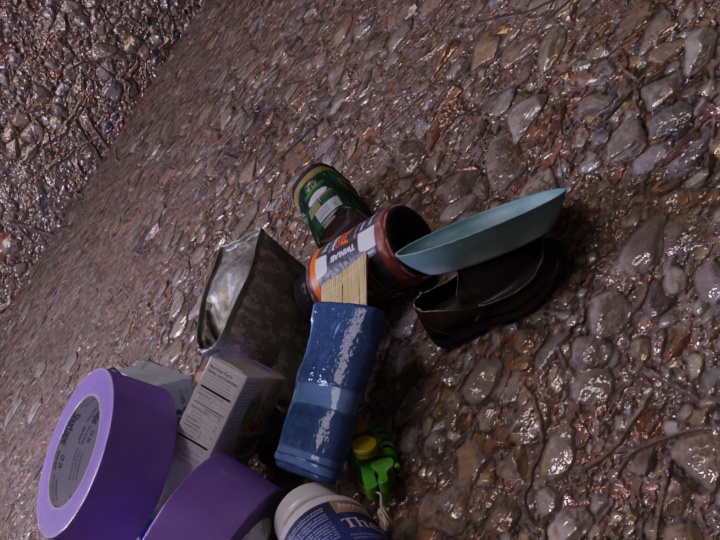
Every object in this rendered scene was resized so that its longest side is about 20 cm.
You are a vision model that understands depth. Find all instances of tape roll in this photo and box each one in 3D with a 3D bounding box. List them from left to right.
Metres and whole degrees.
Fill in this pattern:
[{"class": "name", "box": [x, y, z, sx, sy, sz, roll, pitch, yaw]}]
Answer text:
[{"class": "tape roll", "box": [-0.303, 0.225, 1.138, 0.199, 0.084, 0.202, -36, 42, 41]}, {"class": "tape roll", "box": [-0.170, 0.316, 1.079, 0.201, 0.084, 0.201, -55, -19, -28]}]

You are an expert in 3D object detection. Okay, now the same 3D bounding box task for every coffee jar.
[{"class": "coffee jar", "box": [-0.036, -0.082, 1.406, 0.085, 0.104, 0.200, -46, 28, 9]}]

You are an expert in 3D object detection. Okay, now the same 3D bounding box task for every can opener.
[{"class": "can opener", "box": [-0.077, 0.207, 1.212, 0.199, 0.053, 0.067, -35, 33, 35]}]

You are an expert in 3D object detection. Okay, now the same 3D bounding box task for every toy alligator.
[{"class": "toy alligator", "box": [0.021, 0.215, 1.055, 0.053, 0.060, 0.200, -15, 27, -12]}]

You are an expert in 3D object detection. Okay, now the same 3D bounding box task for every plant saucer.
[{"class": "plant saucer", "box": [0.135, -0.038, 1.045, 0.197, 0.036, 0.200, -22, 6, 2]}]

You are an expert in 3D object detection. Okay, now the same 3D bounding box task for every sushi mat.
[{"class": "sushi mat", "box": [-0.020, 0.084, 1.145, 0.095, 0.012, 0.203, -33, 45, 41]}]

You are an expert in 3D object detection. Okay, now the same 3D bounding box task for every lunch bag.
[{"class": "lunch bag", "box": [-0.139, 0.077, 1.330, 0.117, 0.164, 0.202, -22, 41, 37]}]

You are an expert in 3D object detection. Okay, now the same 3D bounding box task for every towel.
[{"class": "towel", "box": [-0.036, 0.132, 1.080, 0.111, 0.048, 0.203, 0, 70, 57]}]

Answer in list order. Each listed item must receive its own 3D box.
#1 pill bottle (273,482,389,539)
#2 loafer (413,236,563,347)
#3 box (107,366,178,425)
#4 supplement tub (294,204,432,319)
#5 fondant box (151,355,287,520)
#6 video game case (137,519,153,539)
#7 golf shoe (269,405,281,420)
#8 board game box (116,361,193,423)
[{"class": "pill bottle", "box": [-0.020, 0.297, 0.963, 0.112, 0.110, 0.200, -54, 28, 1]}, {"class": "loafer", "box": [0.136, 0.020, 1.059, 0.199, 0.071, 0.074, -36, 33, 32]}, {"class": "box", "box": [-0.300, 0.235, 1.288, 0.199, 0.037, 0.139, 28, 121, 44]}, {"class": "supplement tub", "box": [0.000, 0.000, 1.257, 0.199, 0.106, 0.108, -30, 37, 39]}, {"class": "fondant box", "box": [-0.176, 0.209, 1.175, 0.202, 0.058, 0.144, -63, -16, 0]}, {"class": "video game case", "box": [-0.294, 0.365, 1.259, 0.045, 0.203, 0.180, -19, 6, -35]}, {"class": "golf shoe", "box": [-0.176, 0.205, 1.349, 0.199, 0.077, 0.089, -26, 34, 43]}, {"class": "board game box", "box": [-0.282, 0.243, 1.361, 0.147, 0.064, 0.203, 9, 107, 58]}]
